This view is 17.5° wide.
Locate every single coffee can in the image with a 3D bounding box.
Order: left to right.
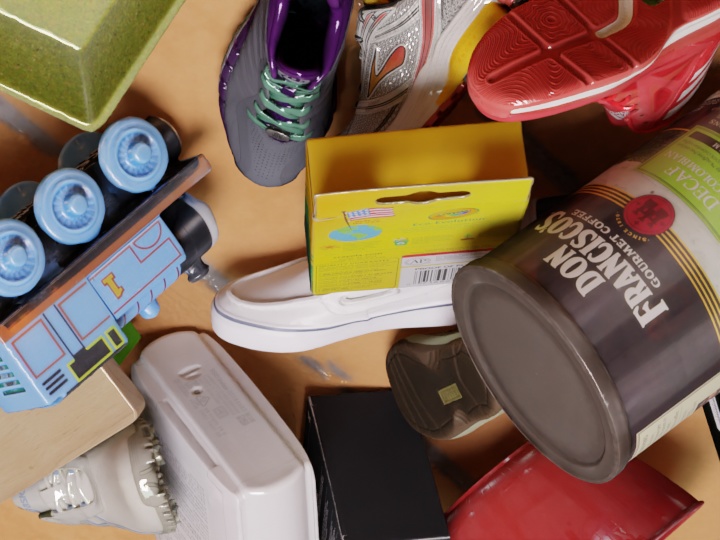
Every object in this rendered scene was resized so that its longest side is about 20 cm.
[{"bbox_3d":[0.174,0.007,1.352,0.200,0.146,0.147,-34,133,-20],"label":"coffee can"}]

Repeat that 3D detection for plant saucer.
[{"bbox_3d":[-0.192,-0.200,1.331,0.199,0.048,0.200,25,127,-20],"label":"plant saucer"}]

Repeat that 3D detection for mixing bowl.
[{"bbox_3d":[0.123,0.181,1.583,0.109,0.200,0.200,50,124,10],"label":"mixing bowl"}]

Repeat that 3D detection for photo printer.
[{"bbox_3d":[-0.088,0.163,1.570,0.069,0.166,0.201,-22,134,-22],"label":"photo printer"}]

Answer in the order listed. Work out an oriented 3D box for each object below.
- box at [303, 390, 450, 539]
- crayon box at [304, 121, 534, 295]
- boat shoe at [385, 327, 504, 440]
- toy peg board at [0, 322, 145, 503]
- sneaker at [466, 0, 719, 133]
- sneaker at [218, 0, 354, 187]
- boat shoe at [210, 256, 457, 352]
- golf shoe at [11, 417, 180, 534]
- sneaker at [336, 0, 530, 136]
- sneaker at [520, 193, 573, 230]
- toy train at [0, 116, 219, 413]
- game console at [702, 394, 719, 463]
[{"bbox_3d":[0.003,0.203,1.608,0.078,0.142,0.201,-5,133,-13],"label":"box"},{"bbox_3d":[0.031,-0.039,1.364,0.126,0.051,0.200,-5,165,-4],"label":"crayon box"},{"bbox_3d":[0.079,0.064,1.499,0.076,0.200,0.072,-25,95,-19],"label":"boat shoe"},{"bbox_3d":[-0.261,0.042,1.522,0.199,0.098,0.200,-32,103,25],"label":"toy peg board"},{"bbox_3d":[0.141,-0.106,1.337,0.199,0.078,0.116,-25,145,-25],"label":"sneaker"},{"bbox_3d":[-0.047,-0.116,1.370,0.074,0.088,0.201,14,130,-2],"label":"sneaker"},{"bbox_3d":[0.000,0.000,1.492,0.199,0.074,0.066,-10,127,-4],"label":"boat shoe"},{"bbox_3d":[-0.178,0.146,1.534,0.097,0.079,0.200,-15,178,-17],"label":"golf shoe"},{"bbox_3d":[0.032,-0.133,1.379,0.082,0.078,0.200,39,130,3],"label":"sneaker"},{"bbox_3d":[0.174,0.028,1.505,0.108,0.070,0.201,-15,126,16],"label":"sneaker"},{"bbox_3d":[-0.168,-0.007,1.409,0.087,0.200,0.115,-11,117,56],"label":"toy train"},{"bbox_3d":[0.317,0.087,1.531,0.116,0.176,0.201,-38,134,-15],"label":"game console"}]
